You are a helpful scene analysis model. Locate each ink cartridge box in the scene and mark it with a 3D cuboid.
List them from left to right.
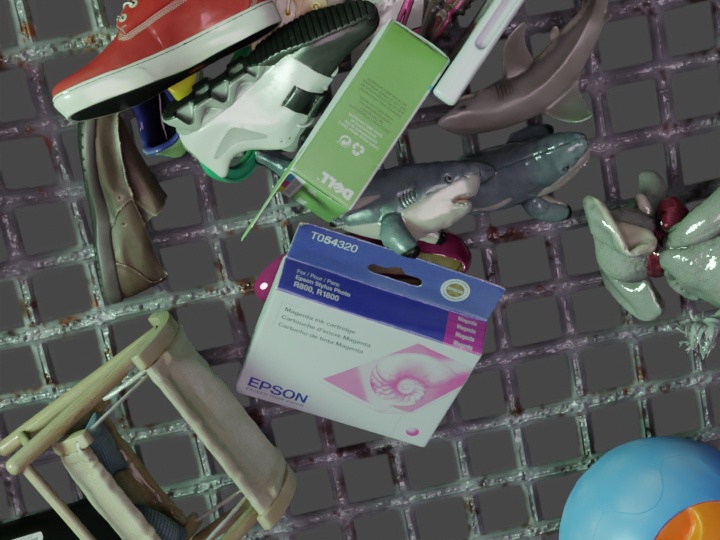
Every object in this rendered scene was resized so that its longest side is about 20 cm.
[{"bbox_3d":[-0.015,-0.096,0.989,0.059,0.104,0.200,34,81,-7],"label":"ink cartridge box"},{"bbox_3d":[0.005,0.065,1.117,0.196,0.043,0.200,18,133,-8],"label":"ink cartridge box"}]

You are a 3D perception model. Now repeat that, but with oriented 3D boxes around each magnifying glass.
[{"bbox_3d":[-0.101,-0.177,1.089,0.022,0.080,0.200,13,93,34],"label":"magnifying glass"}]

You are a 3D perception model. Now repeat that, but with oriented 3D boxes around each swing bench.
[{"bbox_3d":[-0.182,0.173,1.101,0.200,0.130,0.199,-41,104,-16],"label":"swing bench"}]

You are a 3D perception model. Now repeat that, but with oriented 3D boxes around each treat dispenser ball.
[{"bbox_3d":[0.288,0.257,1.150,0.201,0.201,0.201,-1,104,-4],"label":"treat dispenser ball"}]

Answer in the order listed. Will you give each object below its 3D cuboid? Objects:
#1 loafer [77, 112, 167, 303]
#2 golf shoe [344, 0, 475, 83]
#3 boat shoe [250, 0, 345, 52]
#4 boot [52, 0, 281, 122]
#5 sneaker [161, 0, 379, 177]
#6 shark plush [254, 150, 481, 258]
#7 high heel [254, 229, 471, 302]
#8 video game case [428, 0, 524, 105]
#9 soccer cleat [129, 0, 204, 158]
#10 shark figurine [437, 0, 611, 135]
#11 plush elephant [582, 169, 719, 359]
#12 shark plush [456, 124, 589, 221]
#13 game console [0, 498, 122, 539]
[{"bbox_3d":[-0.211,-0.072,1.104,0.071,0.073,0.200,-8,109,-13],"label":"loafer"},{"bbox_3d":[0.020,-0.202,1.086,0.092,0.073,0.200,35,94,-6],"label":"golf shoe"},{"bbox_3d":[-0.048,-0.238,1.059,0.069,0.074,0.200,10,104,27],"label":"boat shoe"},{"bbox_3d":[-0.184,-0.219,1.001,0.200,0.072,0.144,-31,95,-13],"label":"boot"},{"bbox_3d":[-0.060,-0.150,1.028,0.200,0.074,0.089,-30,116,13],"label":"sneaker"},{"bbox_3d":[0.006,-0.077,1.074,0.200,0.091,0.083,20,107,29],"label":"shark plush"},{"bbox_3d":[0.000,0.000,1.118,0.200,0.096,0.067,-17,104,-1],"label":"high heel"},{"bbox_3d":[0.115,-0.218,1.020,0.023,0.200,0.182,34,97,-3],"label":"video game case"},{"bbox_3d":[-0.174,-0.194,1.058,0.065,0.084,0.200,2,108,33],"label":"soccer cleat"},{"bbox_3d":[0.180,-0.177,1.054,0.128,0.090,0.215,11,128,-48],"label":"shark figurine"},{"bbox_3d":[0.286,-0.028,1.117,0.155,0.165,0.200,26,67,23],"label":"plush elephant"},{"bbox_3d":[0.105,-0.093,1.105,0.200,0.083,0.091,0,85,10],"label":"shark plush"},{"bbox_3d":[-0.307,0.335,1.214,0.200,0.116,0.176,-17,74,-1],"label":"game console"}]
